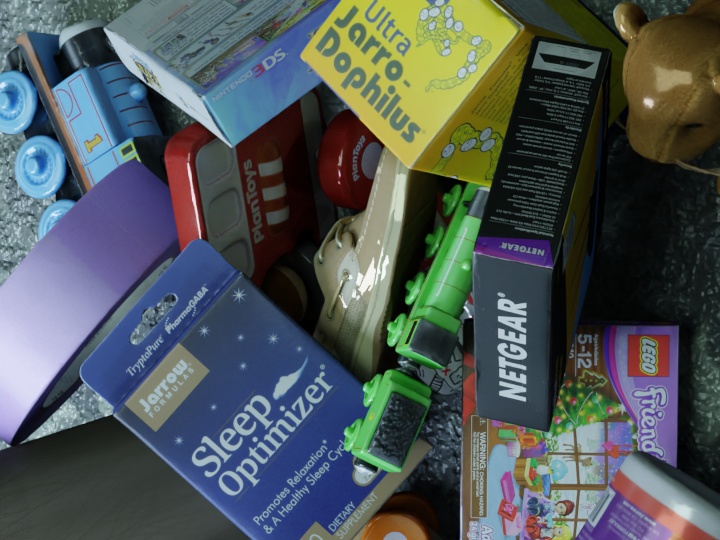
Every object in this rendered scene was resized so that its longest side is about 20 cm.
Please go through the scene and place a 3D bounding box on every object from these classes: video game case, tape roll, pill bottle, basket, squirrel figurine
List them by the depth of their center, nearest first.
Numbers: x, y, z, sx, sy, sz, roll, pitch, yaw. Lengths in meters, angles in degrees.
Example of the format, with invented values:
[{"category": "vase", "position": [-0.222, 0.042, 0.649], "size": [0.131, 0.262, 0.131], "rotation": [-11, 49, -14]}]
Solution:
[{"category": "squirrel figurine", "position": [0.224, -0.139, 1.421], "size": [0.141, 0.186, 0.201], "rotation": [41, 114, 27]}, {"category": "pill bottle", "position": [0.158, 0.220, 1.482], "size": [0.111, 0.111, 0.201], "rotation": [34, 95, 30]}, {"category": "video game case", "position": [-0.047, -0.175, 1.591], "size": [0.200, 0.046, 0.181], "rotation": [-37, 29, -9]}, {"category": "basket", "position": [-0.148, 0.163, 1.620], "size": [0.199, 0.136, 0.181], "rotation": [-28, 105, -2]}, {"category": "tape roll", "position": [-0.191, 0.022, 1.650], "size": [0.066, 0.200, 0.200], "rotation": [41, 117, 2]}]

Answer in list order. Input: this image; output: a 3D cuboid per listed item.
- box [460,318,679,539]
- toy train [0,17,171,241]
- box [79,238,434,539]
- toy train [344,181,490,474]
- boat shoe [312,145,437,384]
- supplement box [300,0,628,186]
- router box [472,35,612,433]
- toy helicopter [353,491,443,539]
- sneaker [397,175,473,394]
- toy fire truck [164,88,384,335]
[{"category": "box", "position": [0.130, 0.131, 1.555], "size": [0.136, 0.039, 0.201], "rotation": [0, 93, 4]}, {"category": "toy train", "position": [-0.191, -0.090, 1.793], "size": [0.114, 0.087, 0.201], "rotation": [-30, 75, 25]}, {"category": "box", "position": [-0.067, 0.089, 1.549], "size": [0.200, 0.032, 0.121], "rotation": [42, 88, -7]}, {"category": "toy train", "position": [0.044, 0.033, 1.526], "size": [0.201, 0.042, 0.056], "rotation": [-67, 12, -9]}, {"category": "boat shoe", "position": [0.000, 0.000, 1.563], "size": [0.064, 0.071, 0.201], "rotation": [21, 120, 14]}, {"category": "supplement box", "position": [0.076, -0.125, 1.515], "size": [0.109, 0.200, 0.110], "rotation": [46, 108, 25]}, {"category": "router box", "position": [0.106, -0.018, 1.446], "size": [0.051, 0.200, 0.150], "rotation": [12, 62, 11]}, {"category": "toy helicopter", "position": [-0.027, 0.233, 1.651], "size": [0.199, 0.079, 0.133], "rotation": [-14, 94, 7]}, {"category": "sneaker", "position": [0.040, -0.016, 1.620], "size": [0.108, 0.067, 0.202], "rotation": [-31, 88, 33]}, {"category": "toy fire truck", "position": [-0.061, -0.020, 1.633], "size": [0.112, 0.168, 0.201], "rotation": [11, 119, 35]}]
